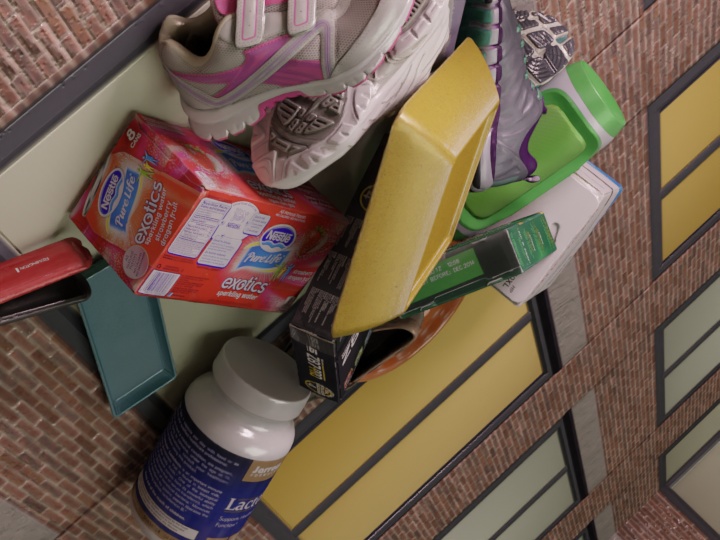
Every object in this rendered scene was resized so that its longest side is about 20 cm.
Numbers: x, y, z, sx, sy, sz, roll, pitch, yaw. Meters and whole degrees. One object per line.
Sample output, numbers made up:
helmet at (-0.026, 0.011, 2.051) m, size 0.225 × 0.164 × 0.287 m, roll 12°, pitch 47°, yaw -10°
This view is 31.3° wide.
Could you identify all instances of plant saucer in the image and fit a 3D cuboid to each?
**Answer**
plant saucer at (0.040, 0.033, 1.373) m, size 0.199 × 0.037 × 0.201 m, roll -33°, pitch 149°, yaw -22°
plant saucer at (0.052, -0.061, 1.019) m, size 0.200 × 0.048 × 0.201 m, roll -52°, pitch 163°, yaw -57°
plant saucer at (-0.199, 0.051, 1.088) m, size 0.070 × 0.019 × 0.201 m, roll -34°, pitch 151°, yaw -22°

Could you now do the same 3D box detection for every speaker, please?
speaker at (0.150, -0.112, 1.229) m, size 0.199 × 0.089 × 0.088 m, roll -35°, pitch 157°, yaw 21°

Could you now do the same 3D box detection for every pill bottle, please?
pill bottle at (-0.132, 0.169, 1.232) m, size 0.115 × 0.116 × 0.201 m, roll -3°, pitch 131°, yaw -52°

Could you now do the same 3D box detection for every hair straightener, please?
hair straightener at (-0.285, 0.044, 0.934) m, size 0.199 × 0.041 × 0.077 m, roll -28°, pitch 147°, yaw -31°

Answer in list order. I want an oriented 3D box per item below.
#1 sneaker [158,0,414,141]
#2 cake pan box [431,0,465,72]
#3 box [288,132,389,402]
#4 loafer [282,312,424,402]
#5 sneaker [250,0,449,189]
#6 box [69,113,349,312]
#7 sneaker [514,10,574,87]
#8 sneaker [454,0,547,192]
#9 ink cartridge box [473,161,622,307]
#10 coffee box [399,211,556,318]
sneaker at (-0.056, -0.163, 0.872) m, size 0.199 × 0.082 × 0.088 m, roll -24°, pitch 135°, yaw 20°
cake pan box at (0.009, -0.219, 0.982) m, size 0.183 × 0.052 × 0.201 m, roll -29°, pitch 148°, yaw -34°
box at (0.000, 0.000, 1.154) m, size 0.162 × 0.049 × 0.201 m, roll 86°, pitch 28°, yaw -66°
loafer at (-0.017, 0.082, 1.270) m, size 0.072 × 0.063 × 0.200 m, roll 37°, pitch 122°, yaw -26°
sneaker at (0.003, -0.131, 0.961) m, size 0.200 × 0.078 × 0.099 m, roll -46°, pitch 156°, yaw 3°
box at (-0.112, -0.039, 1.003) m, size 0.100 × 0.095 × 0.199 m, roll -53°, pitch 152°, yaw 16°
sneaker at (0.109, -0.169, 1.185) m, size 0.199 × 0.078 × 0.080 m, roll -35°, pitch 171°, yaw -12°
sneaker at (0.120, -0.170, 1.108) m, size 0.087 × 0.074 × 0.202 m, roll -6°, pitch 107°, yaw -29°
ink cartridge box at (0.196, -0.051, 1.365) m, size 0.145 × 0.084 × 0.200 m, roll -54°, pitch 170°, yaw 14°
coffee box at (0.107, -0.008, 1.188) m, size 0.122 × 0.044 × 0.200 m, roll -22°, pitch 180°, yaw 20°
